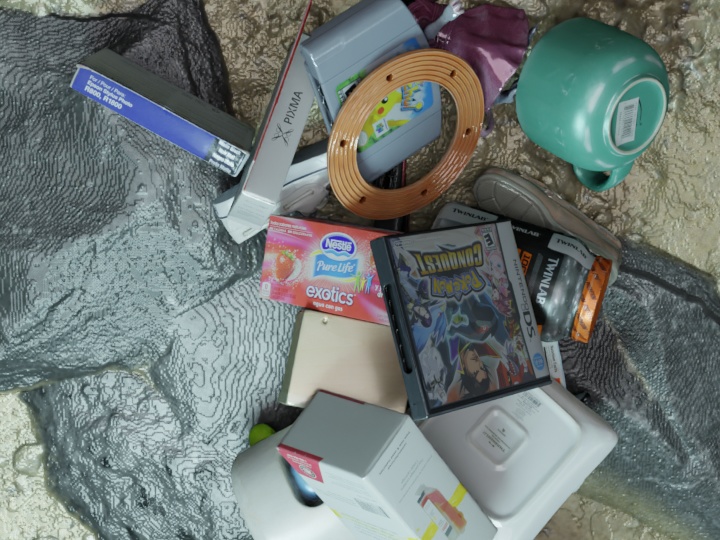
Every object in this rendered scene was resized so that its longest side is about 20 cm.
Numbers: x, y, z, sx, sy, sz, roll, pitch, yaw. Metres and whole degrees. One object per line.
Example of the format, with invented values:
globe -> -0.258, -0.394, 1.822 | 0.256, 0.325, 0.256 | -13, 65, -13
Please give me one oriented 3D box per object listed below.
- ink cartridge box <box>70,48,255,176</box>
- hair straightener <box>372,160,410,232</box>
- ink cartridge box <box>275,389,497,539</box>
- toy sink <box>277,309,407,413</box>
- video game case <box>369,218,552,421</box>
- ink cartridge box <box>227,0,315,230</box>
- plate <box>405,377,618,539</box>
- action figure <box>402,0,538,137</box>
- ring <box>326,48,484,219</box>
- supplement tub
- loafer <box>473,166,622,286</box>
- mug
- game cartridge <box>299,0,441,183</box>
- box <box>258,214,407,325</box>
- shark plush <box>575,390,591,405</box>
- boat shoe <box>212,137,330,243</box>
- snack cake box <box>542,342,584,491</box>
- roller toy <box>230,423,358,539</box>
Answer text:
ink cartridge box -> -0.208, -0.168, 1.493 | 0.199, 0.200, 0.041 | 28, 100, -7
hair straightener -> 0.035, -0.085, 1.583 | 0.041, 0.077, 0.202 | 13, 104, 22
ink cartridge box -> 0.029, 0.226, 1.441 | 0.084, 0.145, 0.200 | -52, 126, -23
toy sink -> -0.017, 0.106, 1.579 | 0.129, 0.200, 0.113 | 11, 84, -4
video game case -> 0.106, 0.045, 1.422 | 0.025, 0.199, 0.182 | -18, 83, 45
ink cartridge box -> -0.078, -0.162, 1.473 | 0.044, 0.176, 0.201 | 21, 70, -8
plate -> 0.150, 0.186, 1.539 | 0.199, 0.032, 0.200 | 41, 77, 16
action figure -> 0.089, -0.266, 1.550 | 0.199, 0.134, 0.149 | 21, 129, -7
ring -> 0.047, -0.146, 1.493 | 0.199, 0.019, 0.201 | -20, 132, -24
supplement tub -> 0.172, 0.006, 1.562 | 0.199, 0.122, 0.123 | 17, 102, 13
loafer -> 0.218, -0.058, 1.614 | 0.200, 0.063, 0.072 | 36, 138, -8
mug -> 0.270, -0.179, 1.530 | 0.185, 0.114, 0.152 | 34, 91, -44
game cartridge -> 0.019, -0.191, 1.477 | 0.133, 0.040, 0.201 | -37, 137, -16
box -> 0.000, 0.000, 1.515 | 0.199, 0.102, 0.095 | 11, 95, 36
shark plush -> 0.177, 0.183, 1.658 | 0.199, 0.091, 0.084 | -24, 71, 9
boat shoe -> -0.068, -0.093, 1.582 | 0.199, 0.072, 0.066 | -27, 107, 4
snack cake box -> 0.179, 0.157, 1.601 | 0.114, 0.067, 0.201 | -7, 70, -2
roller toy -> -0.050, 0.268, 1.604 | 0.139, 0.183, 0.201 | -28, 102, 3
